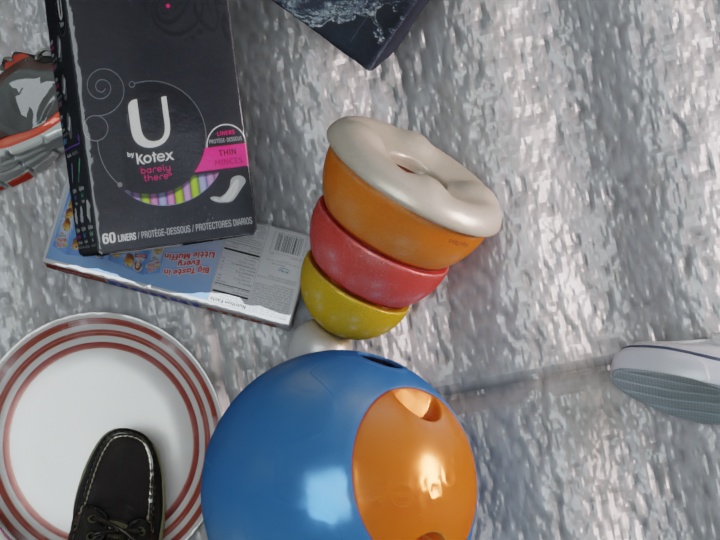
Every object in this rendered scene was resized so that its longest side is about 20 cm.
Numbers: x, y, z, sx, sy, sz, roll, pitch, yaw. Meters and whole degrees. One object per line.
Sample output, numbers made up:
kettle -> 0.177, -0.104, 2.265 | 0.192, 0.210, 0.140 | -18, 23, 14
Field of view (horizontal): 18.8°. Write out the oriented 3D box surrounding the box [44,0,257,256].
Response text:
box -> -0.153, -0.117, 1.576 | 0.121, 0.106, 0.202 | -9, 91, -15

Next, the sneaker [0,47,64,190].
sneaker -> -0.262, -0.121, 1.660 | 0.199, 0.077, 0.082 | -24, 76, -6

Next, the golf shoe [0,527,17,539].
golf shoe -> -0.278, 0.254, 1.625 | 0.200, 0.075, 0.091 | 47, 56, 7

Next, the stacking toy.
stacking toy -> 0.000, 0.000, 1.607 | 0.145, 0.146, 0.201 | 32, 107, 6

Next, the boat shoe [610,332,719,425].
boat shoe -> 0.285, 0.074, 1.598 | 0.198, 0.074, 0.067 | 12, 62, 7

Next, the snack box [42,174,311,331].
snack box -> -0.138, -0.014, 1.654 | 0.198, 0.024, 0.073 | 14, 79, 6

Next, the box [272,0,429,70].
box -> -0.008, -0.288, 1.580 | 0.199, 0.117, 0.197 | 36, 108, 1

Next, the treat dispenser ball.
treat dispenser ball -> -0.015, 0.158, 1.551 | 0.199, 0.201, 0.203 | 0, 88, 6

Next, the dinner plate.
dinner plate -> -0.199, 0.133, 1.661 | 0.198, 0.024, 0.202 | 0, 88, 7

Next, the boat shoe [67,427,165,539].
boat shoe -> -0.181, 0.212, 1.595 | 0.072, 0.065, 0.202 | 9, 76, -9
